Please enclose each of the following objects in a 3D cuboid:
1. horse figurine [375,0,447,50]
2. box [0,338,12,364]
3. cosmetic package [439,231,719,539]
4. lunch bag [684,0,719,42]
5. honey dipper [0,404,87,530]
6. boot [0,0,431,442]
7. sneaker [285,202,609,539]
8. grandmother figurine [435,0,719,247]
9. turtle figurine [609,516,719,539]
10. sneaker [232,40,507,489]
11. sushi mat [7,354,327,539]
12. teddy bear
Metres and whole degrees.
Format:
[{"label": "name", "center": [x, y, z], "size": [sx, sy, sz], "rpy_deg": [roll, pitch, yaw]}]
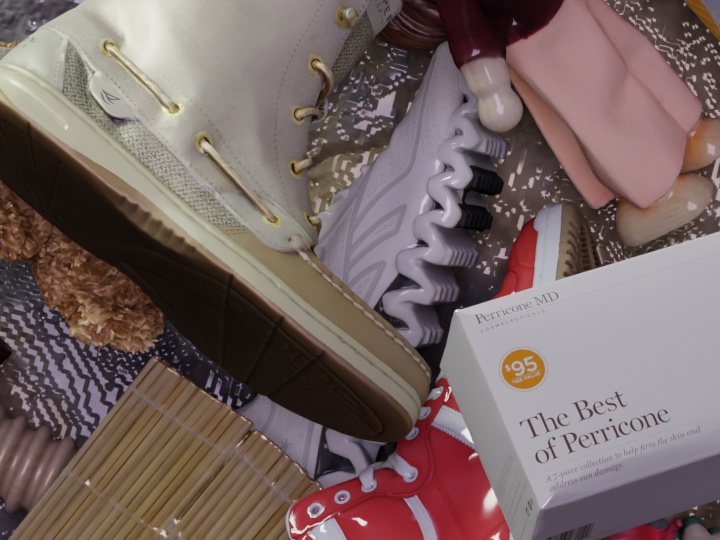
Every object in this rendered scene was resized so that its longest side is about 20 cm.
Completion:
[{"label": "horse figurine", "center": [0.056, -0.163, 1.190], "size": [0.132, 0.050, 0.200], "rpy_deg": [29, 84, 8]}, {"label": "box", "center": [-0.241, -0.003, 1.160], "size": [0.200, 0.075, 0.100], "rpy_deg": [44, 86, 2]}, {"label": "cosmetic package", "center": [0.136, 0.029, 1.055], "size": [0.199, 0.051, 0.083], "rpy_deg": [-17, 63, -14]}, {"label": "lunch bag", "center": [0.224, -0.144, 1.150], "size": [0.200, 0.127, 0.170], "rpy_deg": [-38, 84, -25]}, {"label": "honey dipper", "center": [-0.058, 0.108, 1.167], "size": [0.199, 0.038, 0.038], "rpy_deg": [23, 84, 1]}, {"label": "boot", "center": [-0.025, -0.047, 1.099], "size": [0.200, 0.072, 0.155], "rpy_deg": [39, 62, 3]}, {"label": "sneaker", "center": [0.035, 0.065, 1.116], "size": [0.112, 0.071, 0.200], "rpy_deg": [-10, 51, 22]}, {"label": "grandmother figurine", "center": [0.062, -0.099, 1.127], "size": [0.060, 0.121, 0.200], "rpy_deg": [-25, 118, 31]}, {"label": "turtle figurine", "center": [0.106, 0.171, 1.135], "size": [0.150, 0.101, 0.200], "rpy_deg": [-39, 91, -4]}, {"label": "sneaker", "center": [0.000, 0.000, 1.162], "size": [0.081, 0.075, 0.201], "rpy_deg": [20, 87, 14]}, {"label": "sushi mat", "center": [-0.099, 0.134, 1.148], "size": [0.096, 0.012, 0.200], "rpy_deg": [40, 102, 3]}, {"label": "teddy bear", "center": [-0.141, -0.049, 1.145], "size": [0.200, 0.067, 0.145], "rpy_deg": [26, 43, -19]}]
